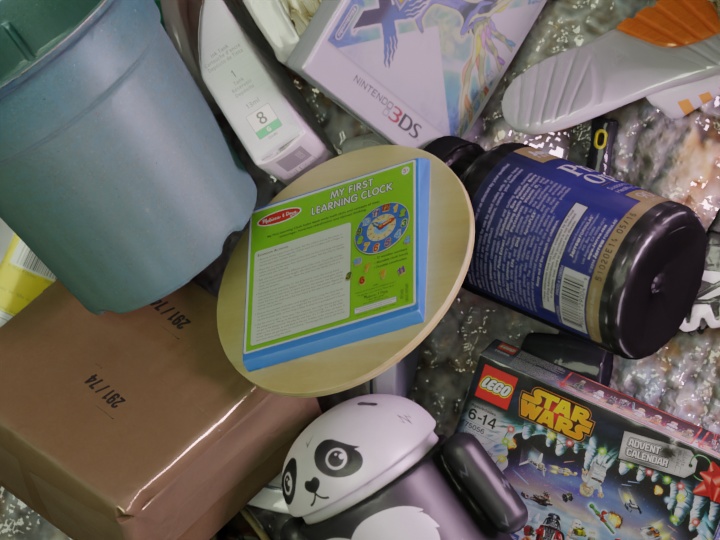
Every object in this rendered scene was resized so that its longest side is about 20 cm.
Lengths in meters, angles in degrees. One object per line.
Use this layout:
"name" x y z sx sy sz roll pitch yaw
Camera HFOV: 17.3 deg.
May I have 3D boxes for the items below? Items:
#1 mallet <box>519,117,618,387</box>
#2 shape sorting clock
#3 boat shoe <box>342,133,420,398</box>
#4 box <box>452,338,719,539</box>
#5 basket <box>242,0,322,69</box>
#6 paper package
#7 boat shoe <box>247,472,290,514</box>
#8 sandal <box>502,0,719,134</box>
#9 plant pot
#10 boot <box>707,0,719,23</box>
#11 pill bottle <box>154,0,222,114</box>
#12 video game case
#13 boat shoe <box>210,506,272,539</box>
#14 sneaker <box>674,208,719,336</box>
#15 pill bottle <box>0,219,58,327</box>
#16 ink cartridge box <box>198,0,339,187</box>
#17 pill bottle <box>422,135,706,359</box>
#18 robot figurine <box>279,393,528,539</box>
"mallet" 0.150 -0.010 1.702 0.066 0.041 0.200 1 85 18
"shape sorting clock" -0.011 0.000 1.617 0.200 0.039 0.200 -18 53 25
"boat shoe" -0.001 -0.001 1.720 0.086 0.075 0.202 0 86 15
"box" 0.159 0.150 1.671 0.200 0.040 0.137 23 114 15
"basket" -0.041 -0.254 1.707 0.123 0.136 0.200 -30 81 9
"paper package" -0.159 0.098 1.678 0.200 0.104 0.191 30 58 33
"boat shoe" -0.082 0.132 1.745 0.200 0.072 0.066 15 95 22
"sandal" 0.200 -0.138 1.673 0.207 0.059 0.079 -20 52 4
"plant pot" -0.183 -0.088 1.623 0.200 0.200 0.196 -30 115 13
"boot" 0.237 -0.204 1.628 0.200 0.073 0.156 -8 54 10
"pill bottle" -0.204 -0.142 1.758 0.200 0.113 0.113 -17 85 15
"video game case" 0.054 -0.186 1.642 0.022 0.182 0.200 27 85 41
"boat shoe" -0.073 0.231 1.676 0.072 0.200 0.076 -24 125 -11
"sneaker" 0.278 -0.002 1.647 0.200 0.066 0.091 -5 90 17
"pill bottle" -0.270 0.041 1.773 0.112 0.112 0.200 27 96 14
"ink cartridge box" -0.093 -0.156 1.702 0.050 0.161 0.200 -35 81 5
"pill bottle" 0.127 -0.023 1.633 0.200 0.112 0.112 24 96 33
"robot figurine" 0.030 0.182 1.641 0.150 0.125 0.200 -33 94 -8
